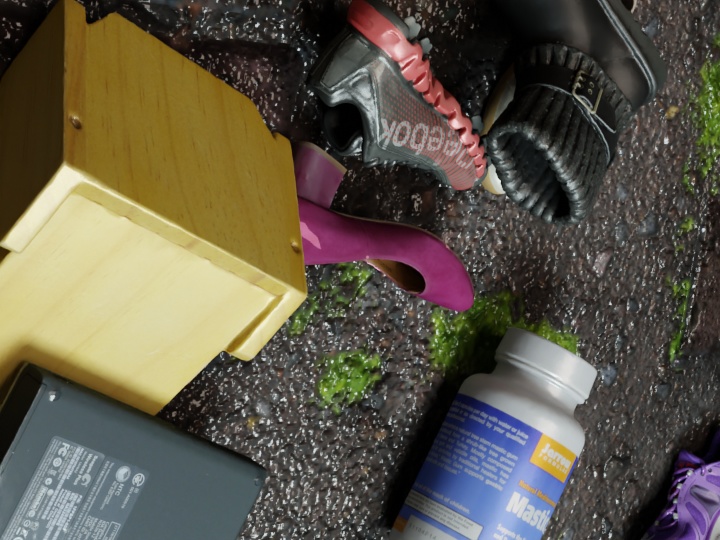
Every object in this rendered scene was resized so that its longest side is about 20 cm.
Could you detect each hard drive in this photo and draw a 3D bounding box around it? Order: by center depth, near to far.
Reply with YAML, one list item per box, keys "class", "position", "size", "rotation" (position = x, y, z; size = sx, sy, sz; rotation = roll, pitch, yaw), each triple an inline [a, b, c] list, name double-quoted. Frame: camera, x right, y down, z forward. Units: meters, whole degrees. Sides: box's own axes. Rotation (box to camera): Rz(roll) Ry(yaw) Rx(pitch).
- class: "hard drive"
  position: [-0.162, 0.158, 0.915]
  size: [0.199, 0.033, 0.141]
  rotation: [31, 85, -42]

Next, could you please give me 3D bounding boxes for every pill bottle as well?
- class: "pill bottle"
  position: [0.112, 0.153, 1.147]
  size: [0.112, 0.111, 0.202]
  rotation: [33, 81, -41]

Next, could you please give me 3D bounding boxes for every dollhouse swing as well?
- class: "dollhouse swing"
  position: [-0.165, -0.022, 0.908]
  size: [0.199, 0.175, 0.184]
  rotation: [28, 42, -41]

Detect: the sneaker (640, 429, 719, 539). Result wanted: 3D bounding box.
- class: "sneaker"
  position: [0.315, 0.224, 1.385]
  size: [0.200, 0.080, 0.084]
  rotation: [-39, 108, -35]

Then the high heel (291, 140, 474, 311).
- class: "high heel"
  position: [0.000, 0.000, 1.034]
  size: [0.199, 0.067, 0.097]
  rotation: [36, 68, -26]

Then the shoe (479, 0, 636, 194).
- class: "shoe"
  position: [0.156, -0.149, 1.138]
  size: [0.070, 0.053, 0.202]
  rotation: [39, 76, -40]

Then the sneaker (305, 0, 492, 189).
- class: "sneaker"
  position: [0.026, -0.108, 1.028]
  size: [0.098, 0.071, 0.200]
  rotation: [-45, 140, -1]

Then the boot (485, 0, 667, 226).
- class: "boot"
  position: [0.126, -0.154, 1.047]
  size: [0.211, 0.079, 0.158]
  rotation: [45, 64, -11]
